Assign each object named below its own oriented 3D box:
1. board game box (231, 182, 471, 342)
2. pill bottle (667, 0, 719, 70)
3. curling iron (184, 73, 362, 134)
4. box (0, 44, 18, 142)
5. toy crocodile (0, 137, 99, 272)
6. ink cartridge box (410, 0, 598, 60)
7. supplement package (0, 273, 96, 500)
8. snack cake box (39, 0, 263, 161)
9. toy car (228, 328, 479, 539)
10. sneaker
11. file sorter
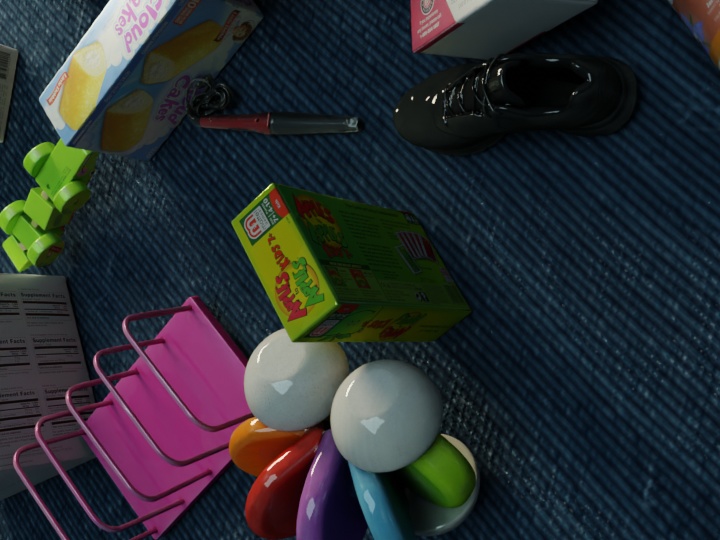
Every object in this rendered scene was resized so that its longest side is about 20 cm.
[{"bbox_3d":[0.000,0.000,0.750,0.048,0.199,0.102,-39,67,24],"label":"board game box"},{"bbox_3d":[0.241,-0.235,0.662,0.112,0.112,0.201,-38,67,25],"label":"pill bottle"},{"bbox_3d":[-0.087,-0.146,0.915,0.198,0.026,0.050,15,121,29],"label":"curling iron"},{"bbox_3d":[-0.510,-0.222,1.155,0.198,0.101,0.114,13,94,33],"label":"box"},{"bbox_3d":[-0.321,-0.071,1.030,0.067,0.062,0.201,44,120,11],"label":"toy crocodile"},{"bbox_3d":[0.099,-0.278,0.737,0.144,0.083,0.203,167,102,-66],"label":"ink cartridge box"},{"bbox_3d":[-0.401,0.130,1.034,0.190,0.147,0.202,-26,75,28],"label":"supplement package"},{"bbox_3d":[-0.200,-0.203,0.945,0.200,0.115,0.067,-46,66,23],"label":"snack cake box"},{"bbox_3d":[-0.014,0.150,0.747,0.198,0.176,0.151,17,62,32],"label":"toy car"},{"bbox_3d":[0.105,-0.136,0.757,0.198,0.090,0.077,-6,85,34],"label":"sneaker"},{"bbox_3d":[-0.202,0.147,0.904,0.139,0.125,0.200,49,111,16],"label":"file sorter"}]
